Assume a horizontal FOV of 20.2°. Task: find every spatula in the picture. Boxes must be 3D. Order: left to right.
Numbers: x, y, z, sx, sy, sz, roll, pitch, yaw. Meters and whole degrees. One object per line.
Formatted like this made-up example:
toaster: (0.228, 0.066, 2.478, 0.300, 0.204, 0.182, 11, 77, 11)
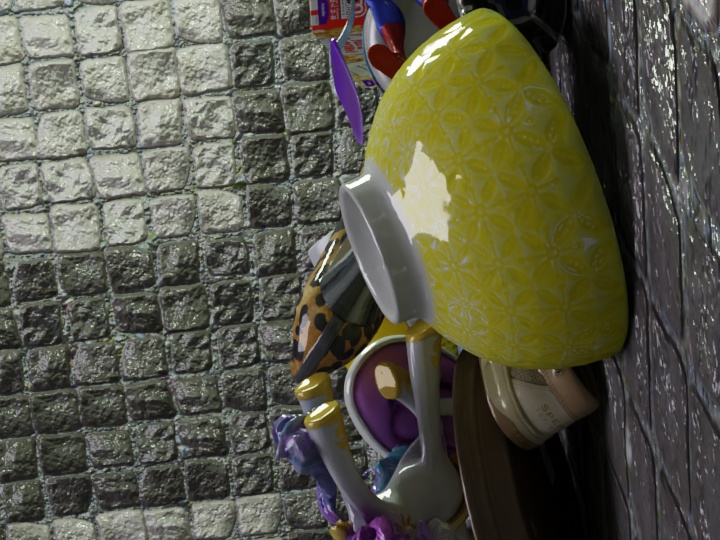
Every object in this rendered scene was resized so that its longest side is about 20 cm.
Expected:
spatula: (-0.011, -0.170, 1.348, 0.057, 0.020, 0.201, 86, -178, -54)

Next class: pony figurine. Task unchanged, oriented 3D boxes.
pony figurine: (0.021, 0.156, 1.218, 0.166, 0.193, 0.201, -5, 116, 47)

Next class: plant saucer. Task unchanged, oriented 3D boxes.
plant saucer: (0.103, 0.141, 1.243, 0.200, 0.029, 0.202, -17, -90, -74)

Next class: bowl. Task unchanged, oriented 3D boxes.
bowl: (0.052, -0.028, 1.080, 0.200, 0.107, 0.201, 158, 90, -81)

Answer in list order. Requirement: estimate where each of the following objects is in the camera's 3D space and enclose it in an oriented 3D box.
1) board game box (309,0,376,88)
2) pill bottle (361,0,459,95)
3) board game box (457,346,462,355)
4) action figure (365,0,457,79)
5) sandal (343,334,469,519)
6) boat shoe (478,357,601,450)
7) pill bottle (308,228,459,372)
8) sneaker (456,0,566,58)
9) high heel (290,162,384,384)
board game box: (-0.002, -0.233, 1.529, 0.200, 0.046, 0.153, 30, -124, -78)
pill bottle: (0.055, -0.153, 1.331, 0.200, 0.108, 0.110, -106, 10, -84)
board game box: (0.093, -0.009, 1.404, 0.201, 0.061, 0.201, 86, 176, -56)
action figure: (0.000, -0.205, 1.198, 0.099, 0.065, 0.201, 44, -161, -32)
sandal: (0.071, 0.111, 1.322, 0.202, 0.083, 0.050, 42, 162, -32)
boat shoe: (0.101, 0.009, 1.215, 0.071, 0.064, 0.201, 28, -139, -48)
pill bottle: (0.042, 0.055, 1.513, 0.201, 0.112, 0.112, 62, 175, 8)
sneaker: (0.069, -0.217, 1.158, 0.089, 0.078, 0.202, -129, 32, -82)
high heel: (0.000, 0.000, 1.311, 0.143, 0.071, 0.200, -57, 0, 7)
